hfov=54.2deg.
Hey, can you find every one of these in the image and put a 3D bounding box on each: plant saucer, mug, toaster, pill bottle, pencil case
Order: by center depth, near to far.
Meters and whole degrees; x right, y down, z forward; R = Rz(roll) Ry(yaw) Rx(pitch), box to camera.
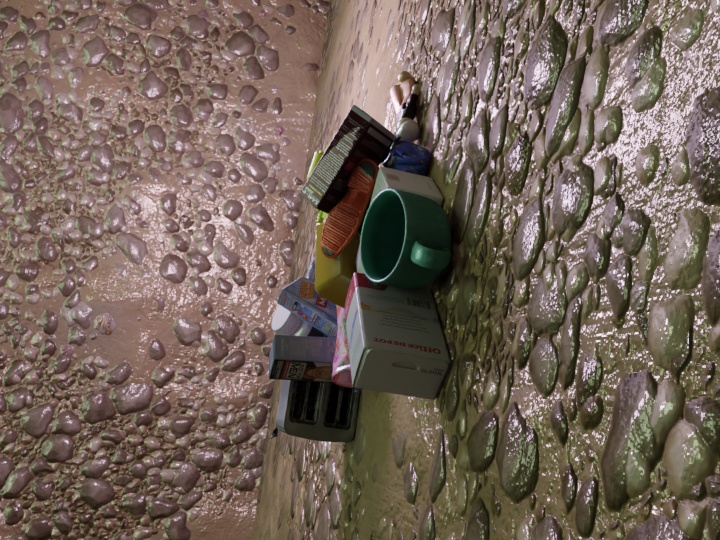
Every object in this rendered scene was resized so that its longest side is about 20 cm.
[{"bbox_3d":[0.085,-0.036,1.159,0.153,0.112,0.188,-55,38,39],"label":"mug"},{"bbox_3d":[0.076,-0.157,1.398,0.078,0.085,0.204,49,134,43],"label":"pencil case"},{"bbox_3d":[0.000,0.000,1.425,0.048,0.197,0.203,-43,33,32],"label":"plant saucer"},{"bbox_3d":[-0.015,0.145,1.479,0.088,0.085,0.205,118,158,-55],"label":"pencil case"},{"bbox_3d":[-0.101,0.306,1.635,0.118,0.175,0.207,157,123,-74],"label":"toaster"},{"bbox_3d":[-0.113,0.150,1.717,0.113,0.198,0.115,-41,30,30],"label":"pill bottle"}]

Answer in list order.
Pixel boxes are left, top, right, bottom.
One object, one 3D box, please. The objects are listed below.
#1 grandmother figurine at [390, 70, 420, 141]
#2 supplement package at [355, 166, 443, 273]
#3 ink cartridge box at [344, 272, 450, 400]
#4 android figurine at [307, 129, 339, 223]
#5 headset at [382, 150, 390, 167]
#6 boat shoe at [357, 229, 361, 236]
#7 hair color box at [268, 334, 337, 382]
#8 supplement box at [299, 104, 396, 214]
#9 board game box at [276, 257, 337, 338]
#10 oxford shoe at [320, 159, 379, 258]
[{"bbox_3d":[0.096,-0.341,1.518,0.203,0.059,0.123,-90,8,-48],"label":"grandmother figurine"},{"bbox_3d":[0.067,-0.070,1.307,0.114,0.106,0.205,-105,28,-64],"label":"supplement package"},{"bbox_3d":[0.053,0.104,1.149,0.202,0.141,0.084,-97,22,-55],"label":"ink cartridge box"},{"bbox_3d":[-0.043,-0.188,1.493,0.180,0.041,0.205,30,106,37],"label":"android figurine"},{"bbox_3d":[0.062,-0.262,1.501,0.095,0.121,0.203,-52,38,29],"label":"headset"},{"bbox_3d":[-0.008,-0.106,1.521,0.198,0.061,0.074,-33,79,30],"label":"boat shoe"},{"bbox_3d":[-0.099,0.195,1.539,0.100,0.194,0.062,113,157,-54],"label":"hair color box"},{"bbox_3d":[-0.023,-0.208,1.383,0.061,0.108,0.203,38,100,30],"label":"supplement box"},{"bbox_3d":[-0.087,0.055,1.652,0.062,0.195,0.204,122,166,-49],"label":"board game box"},{"bbox_3d":[-0.010,-0.112,1.367,0.203,0.070,0.072,-60,-24,4],"label":"oxford shoe"}]
